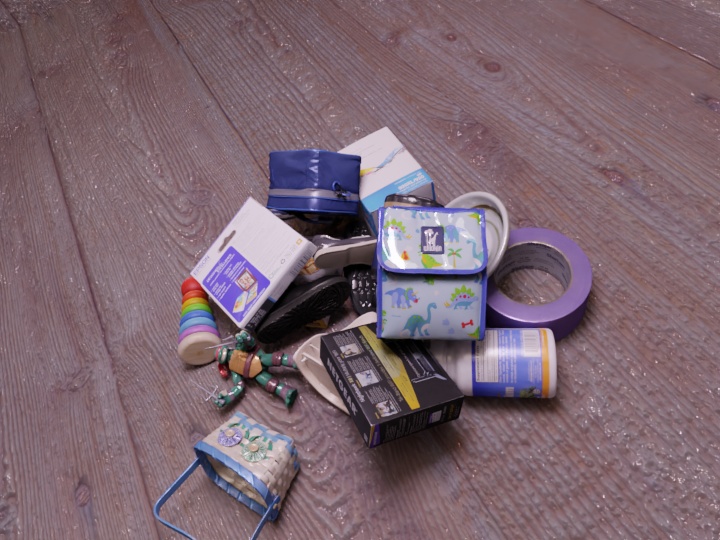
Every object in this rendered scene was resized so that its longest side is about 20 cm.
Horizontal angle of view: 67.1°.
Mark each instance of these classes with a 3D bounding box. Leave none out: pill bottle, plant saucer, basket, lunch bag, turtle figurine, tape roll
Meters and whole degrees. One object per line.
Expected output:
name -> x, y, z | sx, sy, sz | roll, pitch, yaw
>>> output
pill bottle -> 0.079, -0.026, 0.960 | 0.111, 0.112, 0.202 | 11, 89, 21
plant saucer -> 0.192, -0.040, 0.973 | 0.199, 0.050, 0.202 | -31, 45, 38
basket -> -0.205, 0.339, 0.864 | 0.175, 0.140, 0.201 | 18, 52, 24
pill bottle -> 0.217, 0.152, 0.901 | 0.198, 0.112, 0.113 | -2, 55, 14
lunch bag -> -0.087, -0.159, 1.054 | 0.199, 0.135, 0.134 | 12, 100, 49
lunch bag -> 0.107, 0.002, 0.843 | 0.168, 0.127, 0.203 | 2, 95, 1
turtle figurine -> -0.208, 0.174, 0.997 | 0.198, 0.151, 0.101 | 13, 18, 9
tape roll -> 0.308, 0.026, 0.981 | 0.198, 0.085, 0.202 | -8, 54, 11

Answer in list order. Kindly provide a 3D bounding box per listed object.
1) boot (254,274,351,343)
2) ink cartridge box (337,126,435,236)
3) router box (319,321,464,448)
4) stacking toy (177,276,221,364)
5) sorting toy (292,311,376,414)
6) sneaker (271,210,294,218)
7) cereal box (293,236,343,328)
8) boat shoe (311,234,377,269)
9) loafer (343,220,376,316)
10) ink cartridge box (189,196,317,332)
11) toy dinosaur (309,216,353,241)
boot -> -0.135, 0.028, 1.050 | 0.209, 0.080, 0.159 | -26, 53, -1
ink cartridge box -> 0.051, -0.168, 1.146 | 0.144, 0.148, 0.201 | -28, 54, -6
router box -> 0.042, 0.164, 0.851 | 0.156, 0.053, 0.200 | -10, 37, -22
stacking toy -> -0.339, 0.091, 1.117 | 0.085, 0.086, 0.201 | -23, 48, -2
sorting toy -> 0.018, 0.160, 0.963 | 0.199, 0.107, 0.180 | 26, 58, 27
sneaker -> -0.122, -0.203, 1.236 | 0.197, 0.116, 0.081 | -19, 52, 1
cereal box -> -0.115, 0.018, 1.126 | 0.142, 0.040, 0.202 | 2, 57, 18
boat shoe -> 0.002, -0.050, 1.039 | 0.198, 0.073, 0.063 | -7, 52, -17
loafer -> 0.000, 0.000, 1.096 | 0.067, 0.070, 0.203 | -2, 69, -15
ink cartridge box -> -0.207, -0.017, 1.028 | 0.200, 0.043, 0.199 | 37, 87, 36
toy dinosaur -> -0.068, -0.094, 1.157 | 0.106, 0.061, 0.200 | -30, 17, 32
